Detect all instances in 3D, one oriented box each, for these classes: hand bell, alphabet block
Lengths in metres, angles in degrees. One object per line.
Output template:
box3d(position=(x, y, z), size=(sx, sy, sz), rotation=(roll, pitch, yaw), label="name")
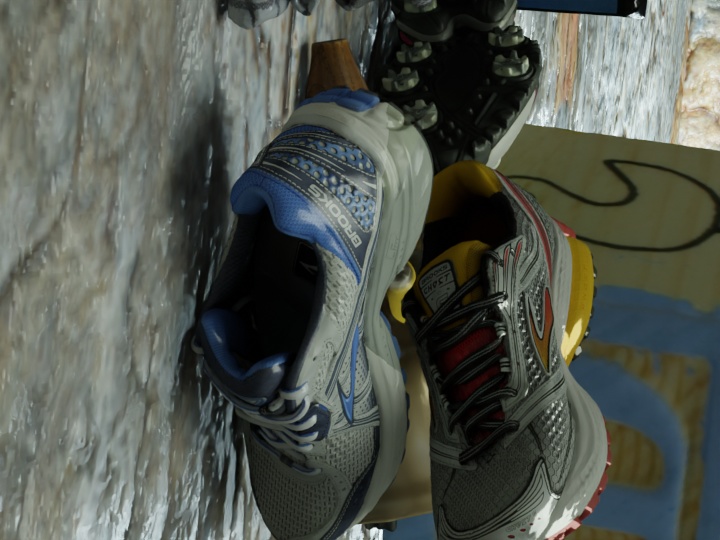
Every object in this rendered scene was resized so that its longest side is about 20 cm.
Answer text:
box3d(position=(0.000, 0.000, 0.886), size=(0.104, 0.104, 0.201), rotation=(-37, 119, -72), label="hand bell")
box3d(position=(0.127, 0.051, 1.147), size=(0.200, 0.194, 0.197), rotation=(-65, 162, -58), label="alphabet block")

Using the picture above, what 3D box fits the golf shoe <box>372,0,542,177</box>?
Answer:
box3d(position=(0.051, -0.077, 0.964), size=(0.200, 0.077, 0.089), rotation=(-80, 163, -62), label="golf shoe")

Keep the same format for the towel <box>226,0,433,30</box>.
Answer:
box3d(position=(0.009, -0.203, 0.779), size=(0.200, 0.085, 0.166), rotation=(-63, 155, -56), label="towel")

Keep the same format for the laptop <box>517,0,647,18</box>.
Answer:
box3d(position=(0.100, -0.229, 1.056), size=(0.200, 0.115, 0.188), rotation=(-34, 129, -79), label="laptop")

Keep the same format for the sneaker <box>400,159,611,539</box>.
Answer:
box3d(position=(0.047, 0.038, 0.819), size=(0.082, 0.078, 0.201), rotation=(44, 30, -33), label="sneaker")

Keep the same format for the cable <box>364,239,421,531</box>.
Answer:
box3d(position=(0.009, 0.035, 1.009), size=(0.097, 0.050, 0.201), rotation=(-93, -169, -52), label="cable")

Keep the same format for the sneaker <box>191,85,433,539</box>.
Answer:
box3d(position=(-0.030, 0.031, 0.774), size=(0.085, 0.077, 0.201), rotation=(-37, 140, -46), label="sneaker")

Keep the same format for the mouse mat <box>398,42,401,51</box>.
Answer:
box3d(position=(0.017, -0.018, 1.066), size=(0.161, 0.007, 0.201), rotation=(81, 19, -46), label="mouse mat")
